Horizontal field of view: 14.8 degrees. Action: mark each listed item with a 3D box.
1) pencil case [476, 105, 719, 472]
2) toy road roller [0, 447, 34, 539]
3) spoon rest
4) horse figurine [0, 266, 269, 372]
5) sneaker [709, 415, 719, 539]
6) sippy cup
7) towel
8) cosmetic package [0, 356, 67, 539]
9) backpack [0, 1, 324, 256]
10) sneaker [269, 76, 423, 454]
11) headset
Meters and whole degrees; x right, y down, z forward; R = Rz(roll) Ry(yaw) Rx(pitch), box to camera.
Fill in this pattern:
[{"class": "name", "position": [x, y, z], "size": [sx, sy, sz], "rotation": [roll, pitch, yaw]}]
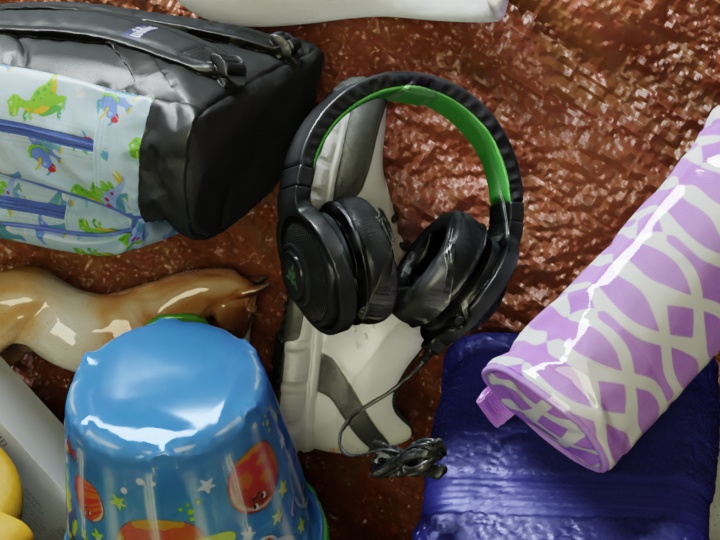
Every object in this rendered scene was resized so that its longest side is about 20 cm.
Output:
[{"class": "pencil case", "position": [0.146, 0.005, 1.353], "size": [0.200, 0.085, 0.084], "rotation": [-47, 128, -15]}, {"class": "toy road roller", "position": [-0.192, 0.158, 1.347], "size": [0.199, 0.146, 0.123], "rotation": [23, 128, 12]}, {"class": "spoon rest", "position": [-0.012, -0.161, 1.415], "size": [0.199, 0.061, 0.100], "rotation": [15, 76, 18]}, {"class": "horse figurine", "position": [-0.158, 0.047, 1.471], "size": [0.199, 0.050, 0.133], "rotation": [14, 106, 6]}, {"class": "sneaker", "position": [0.232, 0.097, 1.386], "size": [0.199, 0.080, 0.077], "rotation": [-14, 95, 14]}, {"class": "sippy cup", "position": [-0.087, 0.100, 1.346], "size": [0.178, 0.139, 0.131], "rotation": [37, 147, 39]}, {"class": "towel", "position": [0.102, 0.116, 1.369], "size": [0.147, 0.201, 0.050], "rotation": [2, 135, 9]}, {"class": "cosmetic package", "position": [-0.158, 0.144, 1.456], "size": [0.082, 0.051, 0.200], "rotation": [-35, 103, 25]}, {"class": "backpack", "position": [-0.143, -0.075, 1.405], "size": [0.199, 0.163, 0.154], "rotation": [22, 115, 14]}, {"class": "sneaker", "position": [0.000, 0.000, 1.433], "size": [0.080, 0.074, 0.201], "rotation": [6, 102, -4]}, {"class": "headset", "position": [0.023, 0.001, 1.354], "size": [0.123, 0.094, 0.201], "rotation": [8, 83, -22]}]
